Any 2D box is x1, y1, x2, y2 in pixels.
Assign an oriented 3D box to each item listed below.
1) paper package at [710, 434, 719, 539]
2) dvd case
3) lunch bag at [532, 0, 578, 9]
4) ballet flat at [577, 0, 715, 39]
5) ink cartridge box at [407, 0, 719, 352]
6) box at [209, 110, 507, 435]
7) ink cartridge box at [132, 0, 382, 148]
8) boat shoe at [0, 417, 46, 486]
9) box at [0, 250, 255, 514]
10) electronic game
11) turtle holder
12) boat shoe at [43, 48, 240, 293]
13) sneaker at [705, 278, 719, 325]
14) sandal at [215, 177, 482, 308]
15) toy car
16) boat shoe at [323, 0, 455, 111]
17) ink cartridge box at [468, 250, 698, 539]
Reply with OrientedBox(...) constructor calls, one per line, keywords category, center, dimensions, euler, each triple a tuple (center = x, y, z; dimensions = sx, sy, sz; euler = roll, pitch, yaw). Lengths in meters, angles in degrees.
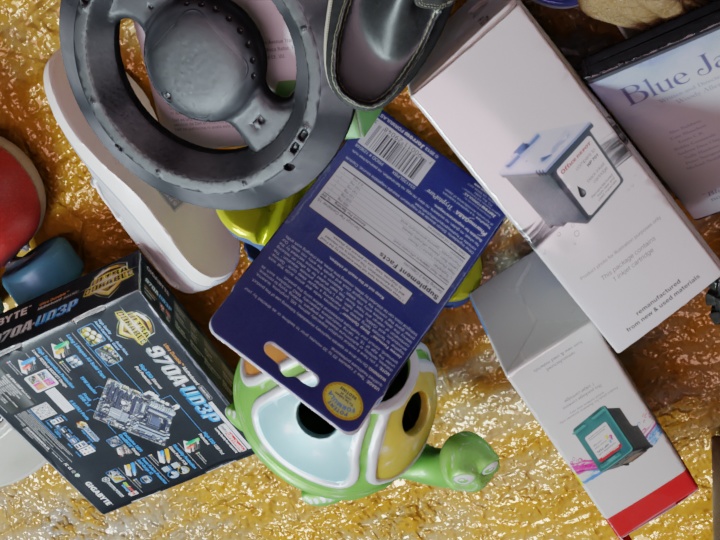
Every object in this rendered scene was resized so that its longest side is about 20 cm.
OrientedBox(category="paper package", center=(0.318, 0.224, 0.849), dimensions=(0.102, 0.201, 0.192), euler=(-21, 111, 26))
OrientedBox(category="dvd case", center=(0.232, -0.098, 0.737), dimensions=(0.141, 0.018, 0.200), euler=(-21, 148, 25))
OrientedBox(category="lunch bag", center=(0.093, -0.261, 0.718), dimensions=(0.199, 0.083, 0.161), euler=(37, 121, -6))
OrientedBox(category="ballet flat", center=(0.202, -0.147, 0.727), dimensions=(0.198, 0.069, 0.072), euler=(7, 155, -36))
OrientedBox(category="ink cartridge box", center=(0.119, -0.069, 0.770), dimensions=(0.086, 0.147, 0.200), euler=(-40, 102, 11))
OrientedBox(category="box", center=(0.000, 0.000, 0.827), dimensions=(0.121, 0.201, 0.032), euler=(36, 156, 2))
OrientedBox(category="ink cartridge box", center=(-0.072, -0.188, 0.806), dimensions=(0.144, 0.085, 0.202), euler=(-1, 117, 19))
OrientedBox(category="boat shoe", center=(-0.284, 0.111, 1.050), dimensions=(0.073, 0.061, 0.201), euler=(5, 137, -36))
OrientedBox(category="box", center=(-0.185, 0.094, 0.964), dimensions=(0.157, 0.046, 0.201), euler=(-23, 130, 12))
OrientedBox(category="electronic game", center=(-0.095, -0.131, 0.769), dimensions=(0.197, 0.042, 0.203), euler=(8, 119, 15))
OrientedBox(category="turtle holder", center=(-0.004, 0.099, 0.888), dimensions=(0.187, 0.140, 0.132), euler=(59, 154, 12))
OrientedBox(category="boat shoe", center=(-0.166, -0.069, 0.914), dimensions=(0.200, 0.072, 0.068), euler=(49, 141, -9))
OrientedBox(category="sneaker", center=(0.300, -0.037, 0.782), dimensions=(0.078, 0.085, 0.200), euler=(52, 131, 13))
OrientedBox(category="sandal", center=(-0.009, -0.022, 0.896), dimensions=(0.198, 0.080, 0.087), euler=(20, 158, -2))
OrientedBox(category="toy car", center=(-0.339, -0.009, 0.917), dimensions=(0.175, 0.201, 0.186), euler=(-23, 110, 26))
OrientedBox(category="boat shoe", center=(0.028, -0.178, 0.677), dimensions=(0.071, 0.068, 0.202), euler=(24, 111, -3))
OrientedBox(category="ink cartridge box", center=(0.160, 0.096, 0.860), dimensions=(0.067, 0.117, 0.201), euler=(-33, 116, 7))
